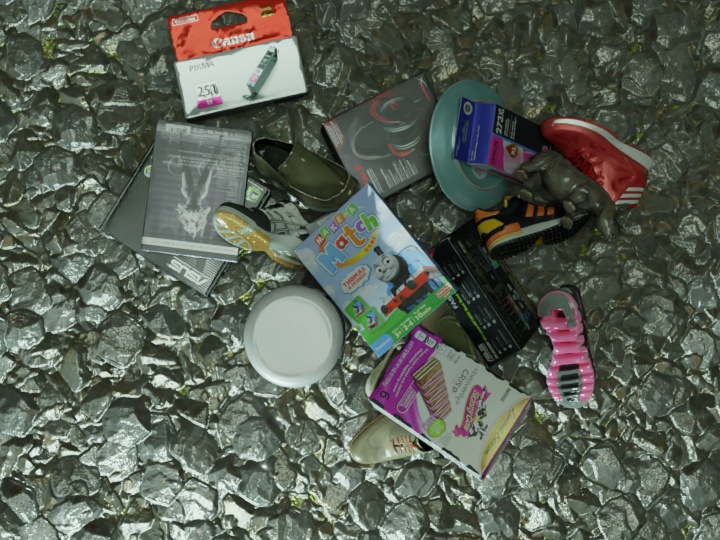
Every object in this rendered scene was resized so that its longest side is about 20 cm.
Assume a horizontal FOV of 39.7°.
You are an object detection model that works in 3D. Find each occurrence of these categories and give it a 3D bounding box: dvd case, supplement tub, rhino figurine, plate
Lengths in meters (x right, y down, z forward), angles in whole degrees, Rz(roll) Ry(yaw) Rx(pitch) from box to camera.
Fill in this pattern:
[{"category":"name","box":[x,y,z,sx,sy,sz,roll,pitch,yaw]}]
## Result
[{"category":"dvd case","box":[-0.248,-0.121,1.515,0.147,0.016,0.203,7,85,-4]},{"category":"supplement tub","box":[-0.091,0.092,1.458,0.138,0.200,0.142,0,89,1]},{"category":"rhino figurine","box":[0.328,-0.110,1.499,0.199,0.060,0.088,36,57,9]},{"category":"plate","box":[0.181,-0.191,1.523,0.199,0.025,0.203,-1,91,-43]}]

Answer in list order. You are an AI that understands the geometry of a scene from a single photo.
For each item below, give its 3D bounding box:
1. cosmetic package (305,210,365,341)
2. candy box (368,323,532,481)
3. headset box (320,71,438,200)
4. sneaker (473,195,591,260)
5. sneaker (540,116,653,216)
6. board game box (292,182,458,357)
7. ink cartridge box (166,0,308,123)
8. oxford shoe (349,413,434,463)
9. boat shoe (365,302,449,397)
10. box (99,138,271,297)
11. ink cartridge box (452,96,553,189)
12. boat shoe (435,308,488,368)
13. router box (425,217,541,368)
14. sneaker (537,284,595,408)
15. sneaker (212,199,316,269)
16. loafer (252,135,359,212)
[{"category":"cosmetic package","box":[0.000,0.000,1.521,0.082,0.051,0.202,-31,98,-27]},{"category":"candy box","box":[0.129,0.189,1.440,0.199,0.061,0.137,32,80,18]},{"category":"headset box","box":[0.040,-0.193,1.549,0.198,0.075,0.150,-27,89,-4]},{"category":"sneaker","box":[0.266,-0.085,1.542,0.198,0.070,0.091,-17,66,-26]},{"category":"sneaker","box":[0.360,-0.155,1.542,0.198,0.078,0.117,20,75,-12]},{"category":"board game box","box":[0.021,-0.001,1.442,0.151,0.037,0.200,-41,85,11]},{"category":"ink cartridge box","box":[-0.195,-0.339,1.564,0.198,0.044,0.176,-13,88,-4]},{"category":"oxford shoe","box":[0.069,0.249,1.507,0.198,0.075,0.071,-25,99,14]},{"category":"boat shoe","box":[0.081,0.122,1.536,0.072,0.065,0.201,39,85,0]},{"category":"box","box":[-0.269,-0.091,1.542,0.199,0.048,0.194,32,83,0]},{"category":"ink cartridge box","box":[0.222,-0.193,1.522,0.199,0.037,0.096,14,82,-39]},{"category":"boat shoe","box":[0.168,0.151,1.531,0.074,0.068,0.202,0,110,27]},{"category":"router box","box":[0.184,0.030,1.502,0.062,0.150,0.201,-33,88,28]},{"category":"sneaker","box":[0.328,0.113,1.545,0.078,0.095,0.202,-1,110,25]},{"category":"sneaker","box":[-0.139,-0.072,1.503,0.199,0.075,0.089,27,67,-44]},{"category":"loafer","box":[-0.092,-0.149,1.501,0.198,0.070,0.076,21,73,29]}]
